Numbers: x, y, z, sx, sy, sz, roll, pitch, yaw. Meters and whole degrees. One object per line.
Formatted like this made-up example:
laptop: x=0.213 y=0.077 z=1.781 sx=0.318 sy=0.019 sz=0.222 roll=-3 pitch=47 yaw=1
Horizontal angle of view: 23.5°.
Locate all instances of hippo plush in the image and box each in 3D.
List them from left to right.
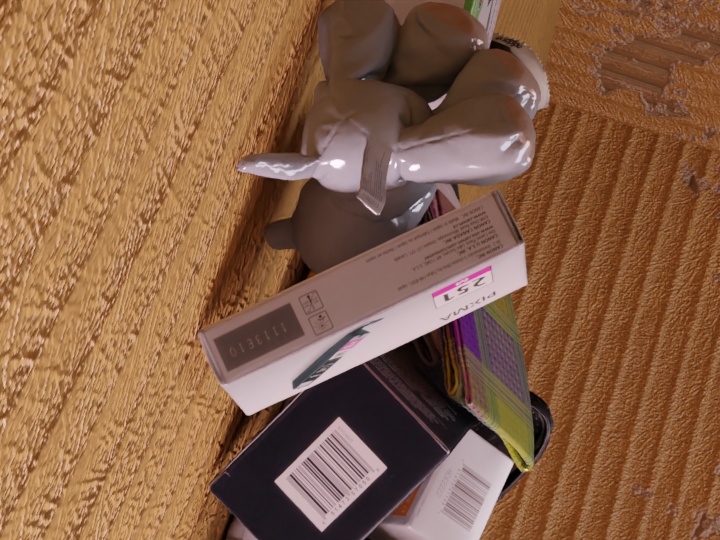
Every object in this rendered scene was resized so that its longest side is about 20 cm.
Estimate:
hippo plush: x=0.025 y=-0.056 z=1.096 sx=0.161 sy=0.159 sz=0.200 roll=99 pitch=10 yaw=-48

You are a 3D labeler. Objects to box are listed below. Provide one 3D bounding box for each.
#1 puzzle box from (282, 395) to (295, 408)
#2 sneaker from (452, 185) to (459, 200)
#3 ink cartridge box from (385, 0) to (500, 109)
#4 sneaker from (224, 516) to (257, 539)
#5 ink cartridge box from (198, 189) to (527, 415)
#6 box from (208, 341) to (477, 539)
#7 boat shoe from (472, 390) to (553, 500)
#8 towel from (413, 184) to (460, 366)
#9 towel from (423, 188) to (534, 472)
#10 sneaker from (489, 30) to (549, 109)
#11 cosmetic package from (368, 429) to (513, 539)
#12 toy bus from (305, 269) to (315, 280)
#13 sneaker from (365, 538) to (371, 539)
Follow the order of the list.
puzzle box: x=-0.038 y=0.109 z=1.570 sx=0.200 sy=0.025 sz=0.133 roll=90 pitch=19 yaw=-69
sneaker: x=0.055 y=-0.122 z=1.604 sx=0.200 sy=0.060 sz=0.105 roll=41 pitch=45 yaw=-66
ink cartridge box: x=0.057 y=-0.206 z=1.298 sx=0.200 sy=0.084 sz=0.146 roll=-63 pitch=167 yaw=-58
sneaker: x=-0.064 y=0.213 z=1.440 sx=0.200 sy=0.075 sz=0.089 roll=65 pitch=37 yaw=-77
ink cartridge box: x=0.009 y=0.033 z=1.096 sx=0.174 sy=0.199 sz=0.044 roll=66 pitch=-2 yaw=-72
box: x=-0.002 y=0.128 z=1.290 sx=0.148 sy=0.107 sz=0.200 roll=-46 pitch=175 yaw=12
boat shoe: x=0.087 y=0.183 z=1.521 sx=0.201 sy=0.074 sz=0.063 roll=-43 pitch=179 yaw=4
towel: x=0.042 y=-0.042 z=1.355 sx=0.201 sy=0.032 sz=0.191 roll=65 pitch=20 yaw=-10
towel: x=0.089 y=0.041 z=1.313 sx=0.144 sy=0.023 sz=0.201 roll=44 pitch=31 yaw=-51
sneaker: x=0.068 y=-0.163 z=1.466 sx=0.200 sy=0.099 sz=0.070 roll=27 pitch=-43 yaw=62
cosmetic package: x=0.028 y=0.185 z=1.467 sx=0.200 sy=0.071 sz=0.102 roll=-8 pitch=-130 yaw=56
toy bus: x=0.000 y=0.000 z=1.397 sx=0.078 sy=0.065 sz=0.200 roll=-59 pitch=179 yaw=23
sneaker: x=-0.023 y=0.244 z=1.382 sx=0.200 sy=0.083 sz=0.072 roll=27 pitch=95 yaw=-49
